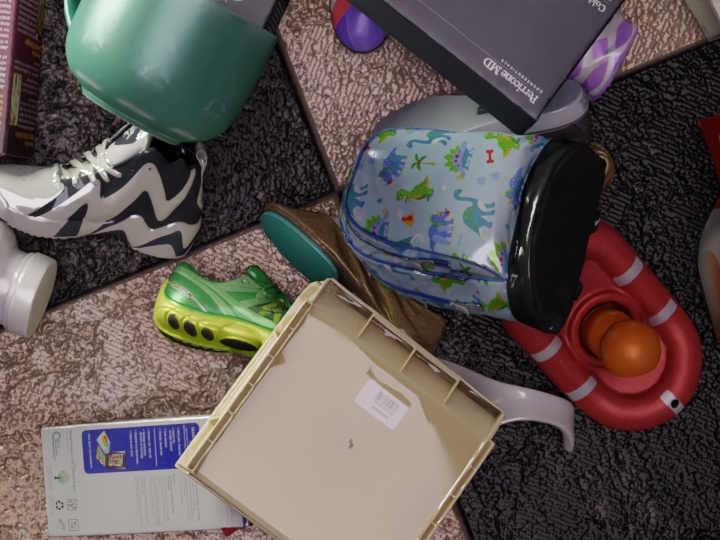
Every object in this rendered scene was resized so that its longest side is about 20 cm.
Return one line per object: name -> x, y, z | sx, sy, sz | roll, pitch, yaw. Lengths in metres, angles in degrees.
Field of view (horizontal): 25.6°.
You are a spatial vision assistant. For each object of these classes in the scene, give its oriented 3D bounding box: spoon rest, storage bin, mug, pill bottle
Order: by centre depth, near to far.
mug -> -0.162, -0.175, 1.269 | 0.151, 0.185, 0.115 | 26, 96, -25
storage bin -> -0.015, 0.143, 1.317 | 0.199, 0.094, 0.199 | 37, 82, -4
pill bottle -> -0.372, -0.009, 1.390 | 0.198, 0.104, 0.106 | 19, 92, 0
spoon rest -> 0.097, 0.124, 1.410 | 0.197, 0.061, 0.101 | 5, 63, -3

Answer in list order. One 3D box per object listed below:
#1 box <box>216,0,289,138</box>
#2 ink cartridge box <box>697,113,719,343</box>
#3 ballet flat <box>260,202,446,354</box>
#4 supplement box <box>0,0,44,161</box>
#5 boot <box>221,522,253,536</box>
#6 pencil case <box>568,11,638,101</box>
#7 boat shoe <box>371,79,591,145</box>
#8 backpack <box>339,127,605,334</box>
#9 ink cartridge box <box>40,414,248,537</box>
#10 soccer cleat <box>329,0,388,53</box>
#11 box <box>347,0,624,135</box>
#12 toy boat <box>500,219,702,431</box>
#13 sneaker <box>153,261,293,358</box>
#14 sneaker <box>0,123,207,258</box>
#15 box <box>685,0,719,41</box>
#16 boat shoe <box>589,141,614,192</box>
box -> -0.142, -0.239, 1.380 | 0.147, 0.104, 0.202 | 27, 92, -1
ink cartridge box -> 0.319, -0.032, 1.358 | 0.050, 0.162, 0.202 | -19, 92, -1
ballet flat -> 0.000, 0.000, 1.406 | 0.200, 0.068, 0.072 | 44, 64, 13
supplement box -> -0.329, -0.200, 1.379 | 0.084, 0.110, 0.203 | 5, 92, 1
boot -> -0.048, 0.197, 1.417 | 0.199, 0.072, 0.145 | 32, 93, 7
pencil case -> 0.146, -0.228, 1.389 | 0.199, 0.086, 0.084 | 34, 78, 0
boat shoe -> 0.109, -0.117, 1.399 | 0.197, 0.070, 0.067 | -11, 128, 17
backpack -> 0.080, -0.045, 1.323 | 0.153, 0.198, 0.165 | 35, 69, -43
ink cartridge box -> -0.185, 0.180, 1.399 | 0.197, 0.039, 0.101 | -5, 87, 20
soccer cleat -> 0.014, -0.293, 1.392 | 0.067, 0.073, 0.203 | 14, 92, 0
box -> 0.112, -0.246, 1.294 | 0.199, 0.104, 0.183 | 38, 86, 0
toy boat -> 0.218, 0.057, 1.365 | 0.130, 0.131, 0.200 | -44, 112, 2
sneaker -> -0.081, 0.038, 1.402 | 0.198, 0.074, 0.085 | 16, 65, -14
sneaker -> -0.221, -0.092, 1.361 | 0.197, 0.080, 0.131 | 15, 119, -14
box -> 0.376, -0.292, 1.389 | 0.199, 0.078, 0.096 | -32, 93, 1
boat shoe -> 0.133, -0.054, 1.404 | 0.199, 0.068, 0.072 | -35, 93, 2
